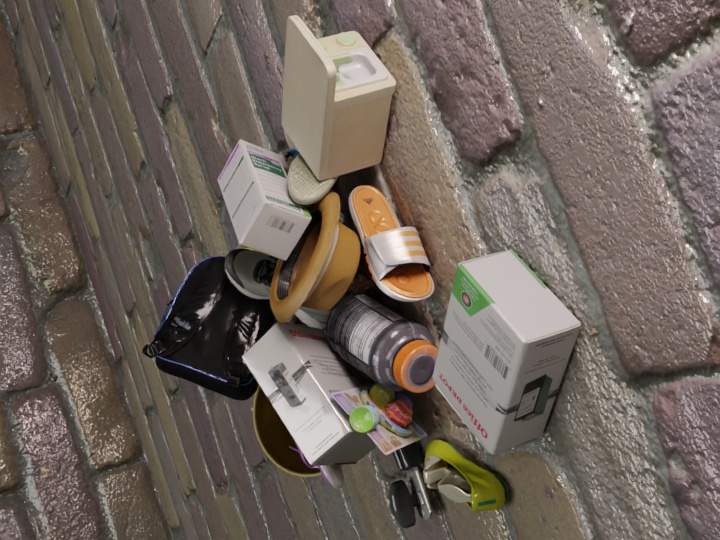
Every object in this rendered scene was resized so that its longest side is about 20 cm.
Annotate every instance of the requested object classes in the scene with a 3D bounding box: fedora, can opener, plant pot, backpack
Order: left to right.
[{"bbox_3d":[-0.219,0.089,1.667,0.147,0.183,0.200,103,-172,-68],"label":"backpack"},{"bbox_3d":[-0.056,-0.010,1.498,0.201,0.082,0.201,-50,26,35],"label":"fedora"},{"bbox_3d":[-0.051,0.226,1.691,0.200,0.142,0.200,-3,83,30],"label":"plant pot"},{"bbox_3d":[0.064,0.295,1.628,0.053,0.066,0.200,139,117,-64],"label":"can opener"}]

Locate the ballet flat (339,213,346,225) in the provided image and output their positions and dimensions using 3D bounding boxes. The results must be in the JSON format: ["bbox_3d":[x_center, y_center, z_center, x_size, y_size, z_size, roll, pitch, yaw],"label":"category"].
[{"bbox_3d":[-0.109,-0.052,1.619,0.200,0.075,0.068,2,151,38],"label":"ballet flat"}]

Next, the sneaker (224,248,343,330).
[{"bbox_3d":[-0.112,0.018,1.599,0.079,0.200,0.074,-45,21,58],"label":"sneaker"}]

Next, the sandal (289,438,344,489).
[{"bbox_3d":[-0.084,0.252,1.579,0.203,0.050,0.082,58,-172,35],"label":"sandal"}]

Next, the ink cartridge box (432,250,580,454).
[{"bbox_3d":[0.170,0.100,1.271,0.146,0.084,0.200,53,147,38],"label":"ink cartridge box"}]

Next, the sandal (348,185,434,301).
[{"bbox_3d":[0.038,-0.049,1.461,0.207,0.079,0.059,63,155,27],"label":"sandal"}]

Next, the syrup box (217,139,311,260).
[{"bbox_3d":[-0.145,-0.107,1.547,0.081,0.079,0.200,-57,31,22],"label":"syrup box"}]

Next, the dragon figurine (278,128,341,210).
[{"bbox_3d":[-0.081,-0.156,1.661,0.059,0.099,0.200,150,120,-62],"label":"dragon figurine"}]

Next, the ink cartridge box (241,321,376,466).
[{"bbox_3d":[-0.063,0.180,1.535,0.084,0.144,0.200,-42,66,15],"label":"ink cartridge box"}]

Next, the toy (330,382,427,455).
[{"bbox_3d":[0.040,0.198,1.510,0.115,0.200,0.047,46,106,15],"label":"toy"}]

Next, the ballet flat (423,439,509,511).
[{"bbox_3d":[0.129,0.291,1.483,0.200,0.067,0.067,19,122,60],"label":"ballet flat"}]

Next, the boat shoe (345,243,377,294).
[{"bbox_3d":[0.000,0.000,1.579,0.200,0.068,0.072,-33,74,63],"label":"boat shoe"}]

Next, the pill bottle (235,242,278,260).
[{"bbox_3d":[-0.158,-0.020,1.768,0.109,0.109,0.200,47,120,44],"label":"pill bottle"}]

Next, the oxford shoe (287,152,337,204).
[{"bbox_3d":[-0.062,-0.155,1.544,0.200,0.075,0.058,-81,-5,-49],"label":"oxford shoe"}]

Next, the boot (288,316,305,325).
[{"bbox_3d":[-0.106,0.042,1.818,0.200,0.075,0.107,-23,78,65],"label":"boot"}]

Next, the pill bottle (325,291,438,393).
[{"bbox_3d":[0.039,0.109,1.518,0.200,0.106,0.106,31,131,56],"label":"pill bottle"}]

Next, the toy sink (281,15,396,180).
[{"bbox_3d":[-0.030,-0.249,1.450,0.130,0.112,0.200,56,154,34],"label":"toy sink"}]
